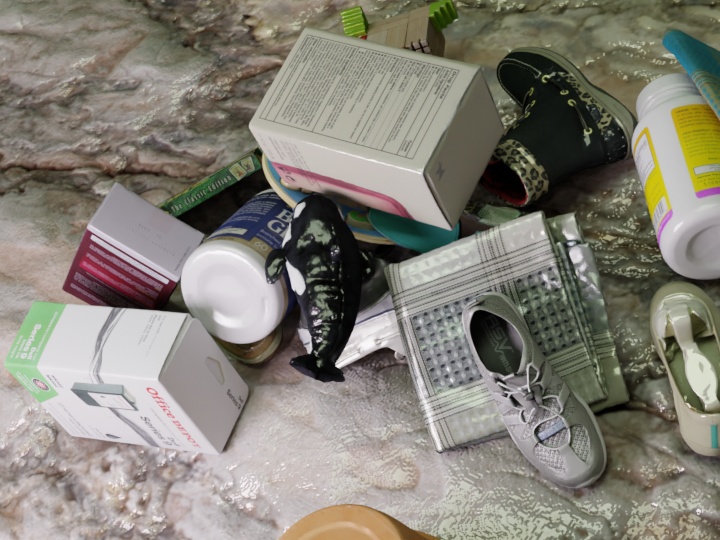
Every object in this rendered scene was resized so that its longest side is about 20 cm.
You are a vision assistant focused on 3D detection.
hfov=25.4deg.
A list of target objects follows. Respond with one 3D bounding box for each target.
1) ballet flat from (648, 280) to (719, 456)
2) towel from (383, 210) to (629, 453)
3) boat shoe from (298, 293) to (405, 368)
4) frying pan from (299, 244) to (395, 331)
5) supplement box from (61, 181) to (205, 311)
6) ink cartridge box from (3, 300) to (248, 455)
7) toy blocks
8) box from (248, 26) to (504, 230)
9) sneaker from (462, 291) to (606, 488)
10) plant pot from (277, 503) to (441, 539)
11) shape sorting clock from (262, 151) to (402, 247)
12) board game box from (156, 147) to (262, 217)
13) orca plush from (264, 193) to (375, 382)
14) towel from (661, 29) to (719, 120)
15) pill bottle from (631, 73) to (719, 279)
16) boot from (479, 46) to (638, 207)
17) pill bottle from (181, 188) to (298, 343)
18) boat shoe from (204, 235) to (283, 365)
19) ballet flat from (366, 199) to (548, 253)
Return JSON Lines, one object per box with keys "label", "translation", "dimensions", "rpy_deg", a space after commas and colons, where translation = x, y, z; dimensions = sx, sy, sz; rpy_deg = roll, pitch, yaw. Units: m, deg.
{"label": "ballet flat", "translation": [0.298, 0.071, 1.429], "dimensions": [0.069, 0.070, 0.200], "rpy_deg": [-21, 47, 12]}
{"label": "towel", "translation": [0.135, 0.056, 1.492], "dimensions": [0.200, 0.035, 0.193], "rpy_deg": [-18, 77, 14]}
{"label": "boat shoe", "translation": [0.038, 0.053, 1.588], "dimensions": [0.200, 0.070, 0.071], "rpy_deg": [-22, 5, 13]}
{"label": "frying pan", "translation": [0.010, 0.000, 1.607], "dimensions": [0.115, 0.031, 0.190], "rpy_deg": [-4, 32, 50]}
{"label": "supplement box", "translation": [-0.241, -0.007, 1.679], "dimensions": [0.109, 0.200, 0.061], "rpy_deg": [31, 63, -6]}
{"label": "ink cartridge box", "translation": [-0.237, 0.108, 1.629], "dimensions": [0.200, 0.146, 0.084], "rpy_deg": [3, 55, 30]}
{"label": "toy blocks", "translation": [0.013, -0.219, 1.779], "dimensions": [0.200, 0.100, 0.137], "rpy_deg": [-14, 37, 18]}
{"label": "box", "translation": [0.017, -0.138, 1.541], "dimensions": [0.200, 0.109, 0.128], "rpy_deg": [18, 68, 28]}
{"label": "sneaker", "translation": [0.144, 0.109, 1.429], "dimensions": [0.075, 0.082, 0.200], "rpy_deg": [-37, 76, 12]}
{"label": "plant pot", "translation": [0.003, 0.291, 1.356], "dimensions": [0.200, 0.140, 0.200], "rpy_deg": [-14, 49, 16]}
{"label": "shape sorting clock", "translation": [-0.006, -0.094, 1.670], "dimensions": [0.039, 0.200, 0.200], "rpy_deg": [-63, 35, 31]}
{"label": "board game box", "translation": [-0.199, -0.079, 1.812], "dimensions": [0.200, 0.023, 0.105], "rpy_deg": [-30, 10, 3]}
{"label": "orca plush", "translation": [-0.040, 0.002, 1.502], "dimensions": [0.105, 0.071, 0.200], "rpy_deg": [13, 55, 0]}
{"label": "towel", "translation": [0.374, -0.146, 1.524], "dimensions": [0.022, 0.146, 0.200], "rpy_deg": [-51, 40, 28]}
{"label": "pill bottle", "translation": [0.319, -0.096, 1.528], "dimensions": [0.104, 0.104, 0.200], "rpy_deg": [-19, 47, 14]}
{"label": "boot", "translation": [0.170, -0.151, 1.648], "dimensions": [0.154, 0.074, 0.204], "rpy_deg": [-28, 46, -23]}
{"label": "pill bottle", "translation": [-0.092, -0.018, 1.643], "dimensions": [0.111, 0.111, 0.200], "rpy_deg": [-3, 25, 26]}
{"label": "boat shoe", "translation": [-0.152, 0.023, 1.703], "dimensions": [0.072, 0.076, 0.200], "rpy_deg": [-38, 46, -5]}
{"label": "ballet flat", "translation": [0.106, -0.045, 1.594], "dimensions": [0.200, 0.074, 0.074], "rpy_deg": [18, 59, 3]}
